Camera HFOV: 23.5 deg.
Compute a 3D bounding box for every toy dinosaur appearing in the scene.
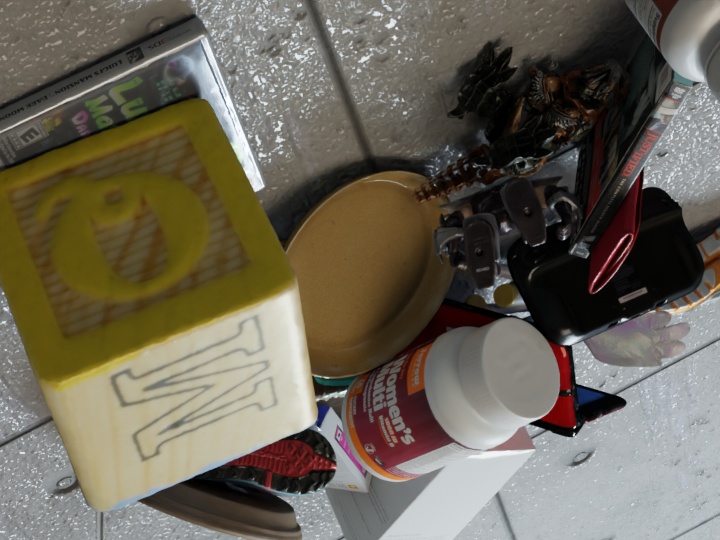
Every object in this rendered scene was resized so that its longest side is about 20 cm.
[{"bbox_3d":[0.137,-0.113,1.463,0.201,0.102,0.136,-53,160,4],"label":"toy dinosaur"}]

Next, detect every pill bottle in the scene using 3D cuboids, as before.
[{"bbox_3d":[0.257,-0.217,1.303,0.111,0.201,0.113,-19,146,-14],"label":"pill bottle"},{"bbox_3d":[0.079,0.114,1.550,0.109,0.111,0.199,1,160,-37],"label":"pill bottle"}]

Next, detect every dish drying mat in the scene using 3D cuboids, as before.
[{"bbox_3d":[0.226,-0.070,1.506,0.018,0.201,0.077,22,132,-7],"label":"dish drying mat"}]

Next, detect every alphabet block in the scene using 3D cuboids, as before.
[{"bbox_3d":[-0.158,0.028,1.296,0.195,0.196,0.201,-23,149,-11],"label":"alphabet block"}]

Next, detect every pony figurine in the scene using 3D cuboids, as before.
[{"bbox_3d":[0.196,0.010,1.640,0.192,0.169,0.199,-11,165,38],"label":"pony figurine"}]

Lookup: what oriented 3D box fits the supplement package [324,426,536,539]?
[{"bbox_3d":[0.066,0.199,1.795,0.116,0.118,0.200,3,139,-38],"label":"supplement package"}]

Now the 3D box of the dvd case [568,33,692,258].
[{"bbox_3d":[0.230,-0.126,1.474,0.022,0.147,0.201,20,131,-6],"label":"dvd case"}]

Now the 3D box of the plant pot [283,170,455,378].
[{"bbox_3d":[0.000,0.000,1.516,0.198,0.027,0.202,-20,129,-27],"label":"plant pot"}]

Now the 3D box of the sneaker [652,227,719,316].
[{"bbox_3d":[0.342,0.010,1.793,0.198,0.079,0.077,-17,155,-15],"label":"sneaker"}]

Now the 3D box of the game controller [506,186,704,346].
[{"bbox_3d":[0.221,-0.005,1.541,0.198,0.105,0.042,-20,177,-31],"label":"game controller"}]

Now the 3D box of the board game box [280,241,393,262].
[{"bbox_3d":[-0.073,0.014,1.530,0.198,0.030,0.096,-7,140,-34],"label":"board game box"}]

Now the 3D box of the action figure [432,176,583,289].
[{"bbox_3d":[0.119,-0.039,1.450,0.129,0.070,0.200,-25,-176,9],"label":"action figure"}]

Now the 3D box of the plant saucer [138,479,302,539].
[{"bbox_3d":[-0.145,0.210,1.622,0.199,0.199,0.030,20,88,-49],"label":"plant saucer"}]

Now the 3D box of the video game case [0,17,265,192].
[{"bbox_3d":[-0.176,-0.086,1.321,0.180,0.023,0.201,-26,147,-5],"label":"video game case"}]

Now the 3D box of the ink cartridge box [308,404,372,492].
[{"bbox_3d":[-0.059,0.163,1.690,0.094,0.037,0.200,5,156,21],"label":"ink cartridge box"}]

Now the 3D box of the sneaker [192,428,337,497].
[{"bbox_3d":[-0.126,0.174,1.617,0.198,0.080,0.096,20,158,-9],"label":"sneaker"}]

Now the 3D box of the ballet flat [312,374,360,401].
[{"bbox_3d":[-0.062,0.098,1.622,0.198,0.072,0.072,2,137,-36],"label":"ballet flat"}]

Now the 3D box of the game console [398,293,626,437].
[{"bbox_3d":[0.139,0.074,1.647,0.119,0.198,0.174,-48,140,-38],"label":"game console"}]
